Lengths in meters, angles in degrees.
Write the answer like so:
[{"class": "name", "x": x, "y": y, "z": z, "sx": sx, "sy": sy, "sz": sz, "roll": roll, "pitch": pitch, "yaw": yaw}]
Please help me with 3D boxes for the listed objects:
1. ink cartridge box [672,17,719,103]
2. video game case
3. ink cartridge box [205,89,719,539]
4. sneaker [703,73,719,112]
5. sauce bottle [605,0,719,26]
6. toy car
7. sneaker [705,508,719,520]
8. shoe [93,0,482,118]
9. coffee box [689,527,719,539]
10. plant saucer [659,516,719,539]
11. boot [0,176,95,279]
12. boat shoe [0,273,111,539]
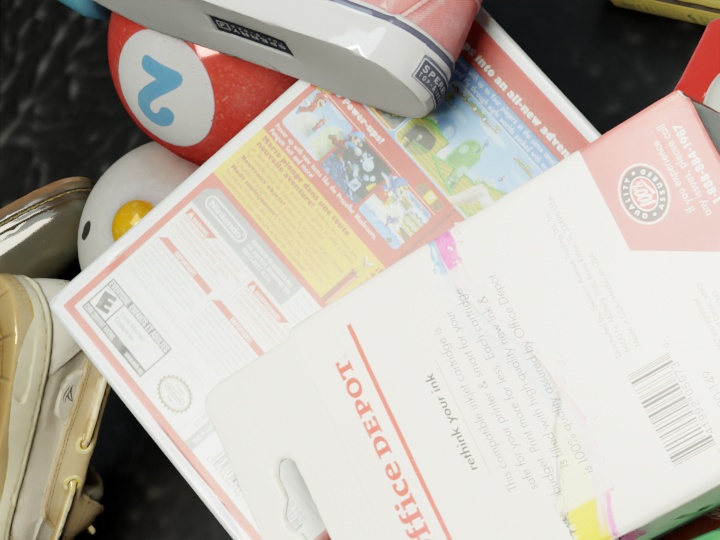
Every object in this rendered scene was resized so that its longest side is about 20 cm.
[{"class": "ink cartridge box", "x": 0.213, "y": -0.017, "z": 0.782, "sx": 0.200, "sy": 0.067, "sz": 0.116, "roll": 21, "pitch": 75, "yaw": 29}, {"class": "video game case", "x": 0.000, "y": 0.000, "z": 0.738, "sx": 0.200, "sy": 0.017, "sz": 0.143, "roll": -41, "pitch": 74, "yaw": 1}, {"class": "ink cartridge box", "x": 0.058, "y": 0.044, "z": 0.660, "sx": 0.200, "sy": 0.067, "sz": 0.117, "roll": -31, "pitch": 73, "yaw": 20}, {"class": "sneaker", "x": 0.207, "y": -0.037, "z": 0.707, "sx": 0.200, "sy": 0.081, "sz": 0.077, "roll": 30, "pitch": 82, "yaw": 32}, {"class": "sauce bottle", "x": 0.190, "y": -0.128, "z": 0.849, "sx": 0.199, "sy": 0.065, "sz": 0.065, "roll": 18, "pitch": 74, "yaw": 27}, {"class": "toy car", "x": -0.073, "y": -0.036, "z": 0.864, "sx": 0.184, "sy": 0.177, "sz": 0.200, "roll": 32, "pitch": 93, "yaw": 20}, {"class": "sneaker", "x": 0.170, "y": 0.068, "z": 0.699, "sx": 0.201, "sy": 0.108, "sz": 0.067, "roll": 17, "pitch": 74, "yaw": 28}, {"class": "shoe", "x": -0.040, "y": -0.133, "z": 0.742, "sx": 0.200, "sy": 0.071, "sz": 0.091, "roll": 23, "pitch": 77, "yaw": 20}, {"class": "coffee box", "x": 0.143, "y": 0.139, "z": 0.627, "sx": 0.199, "sy": 0.044, "sz": 0.123, "roll": -23, "pitch": 59, "yaw": 11}, {"class": "plant saucer", "x": 0.137, "y": 0.149, "z": 0.757, "sx": 0.200, "sy": 0.032, "sz": 0.201, "roll": -10, "pitch": 62, "yaw": 19}, {"class": "boot", "x": -0.175, "y": 0.052, "z": 0.917, "sx": 0.200, "sy": 0.075, "sz": 0.097, "roll": -44, "pitch": 67, "yaw": 10}, {"class": "boat shoe", "x": -0.142, "y": 0.093, "z": 0.846, "sx": 0.074, "sy": 0.069, "sz": 0.201, "roll": 48, "pitch": 130, "yaw": 44}]
